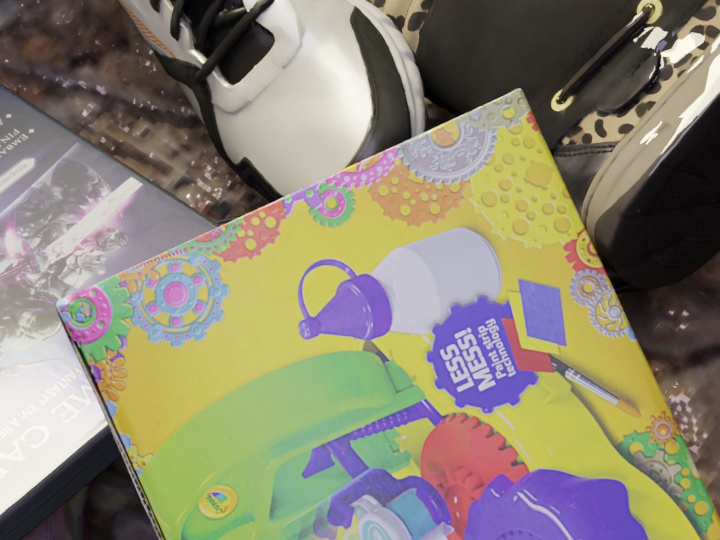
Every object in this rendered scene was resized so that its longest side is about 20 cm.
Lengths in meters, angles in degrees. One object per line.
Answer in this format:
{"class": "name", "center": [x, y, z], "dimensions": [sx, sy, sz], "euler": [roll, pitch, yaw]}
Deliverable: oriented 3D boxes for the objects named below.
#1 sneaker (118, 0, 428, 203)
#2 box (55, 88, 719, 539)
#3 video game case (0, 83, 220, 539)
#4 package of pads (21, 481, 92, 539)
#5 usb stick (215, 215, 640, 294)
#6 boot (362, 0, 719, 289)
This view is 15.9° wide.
{"class": "sneaker", "center": [-0.052, -0.091, 0.839], "dimensions": [0.074, 0.080, 0.200], "euler": [-46, 58, 17]}
{"class": "box", "center": [0.026, 0.081, 0.668], "dimensions": [0.122, 0.193, 0.200], "euler": [-24, 85, 0]}
{"class": "video game case", "center": [-0.139, 0.001, 0.821], "dimensions": [0.200, 0.019, 0.143], "euler": [33, 58, 30]}
{"class": "package of pads", "center": [-0.181, 0.102, 0.813], "dimensions": [0.199, 0.076, 0.121], "euler": [-2, 69, 5]}
{"class": "usb stick", "center": [0.000, 0.000, 0.851], "dimensions": [0.199, 0.033, 0.056], "euler": [-13, 77, 1]}
{"class": "boot", "center": [0.102, -0.104, 0.826], "dimensions": [0.200, 0.073, 0.150], "euler": [-51, 49, -4]}
